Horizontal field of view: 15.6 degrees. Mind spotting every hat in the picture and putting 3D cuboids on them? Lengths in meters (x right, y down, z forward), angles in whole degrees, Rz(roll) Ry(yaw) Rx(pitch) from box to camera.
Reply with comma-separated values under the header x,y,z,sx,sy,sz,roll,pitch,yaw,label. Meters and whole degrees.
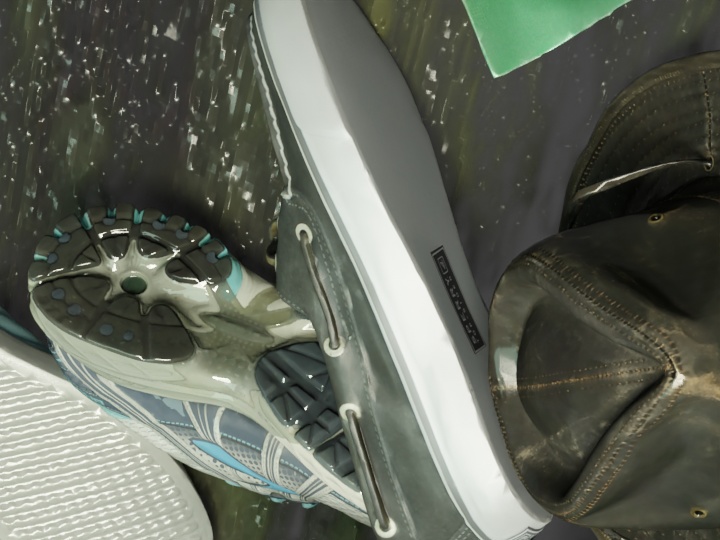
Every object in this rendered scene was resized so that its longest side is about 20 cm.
x,y,z,sx,sy,sz,roll,pitch,yaw,label
0.088,0.025,0.771,0.201,0.081,0.201,8,100,57,hat

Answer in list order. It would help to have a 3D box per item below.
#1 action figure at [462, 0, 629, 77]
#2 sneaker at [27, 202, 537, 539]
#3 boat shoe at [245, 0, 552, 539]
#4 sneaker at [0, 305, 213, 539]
x,y,z,sx,sy,sz,roll,pitch,yaw,label
0.101,-0.134,0.590,0.055,0.200,0.118,-173,62,-76,action figure
-0.022,0.046,0.932,0.200,0.078,0.086,27,151,14,sneaker
0.000,0.000,0.845,0.057,0.069,0.200,-23,86,22,boat shoe
-0.136,0.049,1.008,0.074,0.082,0.200,-44,110,8,sneaker
